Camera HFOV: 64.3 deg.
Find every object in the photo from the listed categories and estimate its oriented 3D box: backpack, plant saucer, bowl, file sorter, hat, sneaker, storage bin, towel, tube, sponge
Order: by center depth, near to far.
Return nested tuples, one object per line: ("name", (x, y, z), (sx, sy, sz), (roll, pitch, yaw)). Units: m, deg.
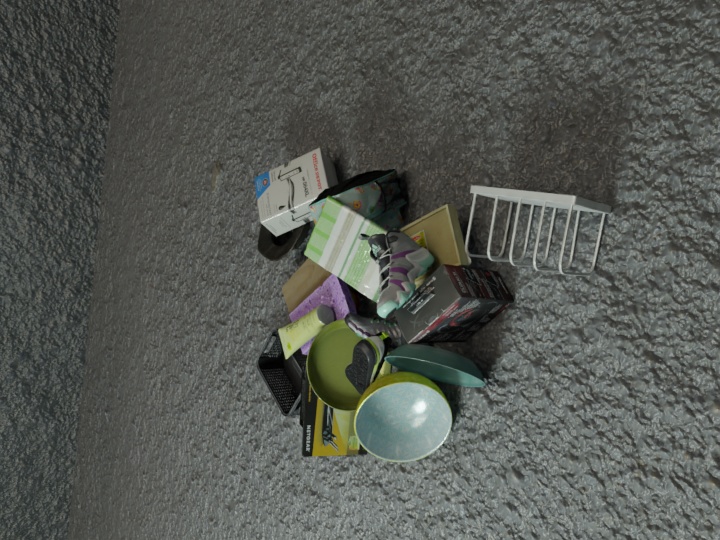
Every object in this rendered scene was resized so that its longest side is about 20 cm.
("file sorter", (0.300, -0.069, 0.992), (0.198, 0.137, 0.127), (15, 99, 46))
("sneaker", (0.044, -0.012, 1.050), (0.140, 0.200, 0.078), (44, 128, -3))
("plant saucer", (0.145, 0.179, 1.098), (0.198, 0.199, 0.037), (-1, 66, 46))
("bowl", (0.083, 0.280, 1.180), (0.202, 0.197, 0.108), (-61, 14, 22))
("towel", (-0.010, -0.044, 1.184), (0.198, 0.031, 0.151), (33, 116, 11))
("sneaker", (0.026, 0.192, 1.189), (0.072, 0.082, 0.201), (49, 150, 19))
("sneaker", (0.063, 0.127, 1.242), (0.198, 0.074, 0.089), (30, 98, 11))
("backpack", (-0.010, -0.132, 1.276), (0.174, 0.198, 0.156), (-11, 95, 43))
("plant saucer", (-0.028, 0.210, 1.284), (0.031, 0.196, 0.204), (154, 114, -70))
("tube", (-0.136, 0.142, 1.352), (0.199, 0.052, 0.059), (-35, 25, 44))
("sponge", (-0.092, 0.104, 1.361), (0.200, 0.029, 0.113), (-42, 58, 35))
("storage bin", (-0.174, 0.261, 1.485), (0.201, 0.093, 0.136), (51, 121, 37))
("hat", (-0.191, -0.112, 1.549), (0.198, 0.080, 0.204), (-17, 61, 33))

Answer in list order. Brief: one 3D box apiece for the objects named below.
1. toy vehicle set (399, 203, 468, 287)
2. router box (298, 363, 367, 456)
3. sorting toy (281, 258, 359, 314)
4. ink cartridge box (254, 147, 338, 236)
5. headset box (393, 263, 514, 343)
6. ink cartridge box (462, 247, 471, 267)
("toy vehicle set", (0.121, -0.036, 1.157), (0.198, 0.026, 0.127), (-26, 66, 43))
("router box", (-0.059, 0.316, 1.311), (0.052, 0.154, 0.205), (171, 101, -73))
("sorting toy", (-0.092, 0.074, 1.435), (0.200, 0.069, 0.201), (-43, 57, 34))
("ink cartridge box", (-0.158, -0.199, 1.453), (0.197, 0.084, 0.148), (-23, 60, 15))
("headset box", (0.169, 0.066, 1.070), (0.149, 0.198, 0.076), (-46, 56, 33))
("ink cartridge box", (0.158, 0.014, 1.181), (0.201, 0.066, 0.117), (-51, 52, 30))
